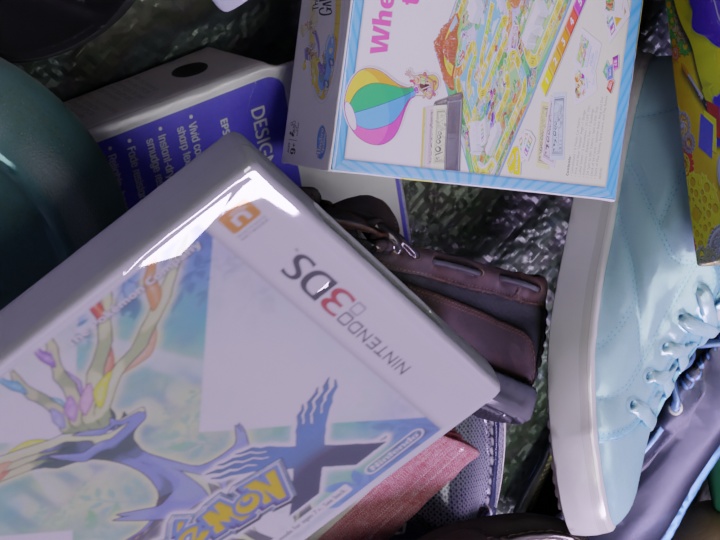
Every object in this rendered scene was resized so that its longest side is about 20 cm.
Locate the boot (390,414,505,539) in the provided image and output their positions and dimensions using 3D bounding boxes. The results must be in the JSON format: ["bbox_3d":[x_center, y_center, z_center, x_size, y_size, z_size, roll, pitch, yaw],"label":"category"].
[{"bbox_3d":[0.040,0.132,1.115,0.073,0.090,0.200,-7,118,-29],"label":"boot"}]

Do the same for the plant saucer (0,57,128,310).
[{"bbox_3d":[-0.176,0.010,0.915,0.200,0.027,0.200,-6,120,-10],"label":"plant saucer"}]

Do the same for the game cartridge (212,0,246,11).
[{"bbox_3d":[-0.044,-0.183,0.812,0.133,0.041,0.200,-29,128,15],"label":"game cartridge"}]

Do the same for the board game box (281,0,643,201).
[{"bbox_3d":[0.047,-0.131,0.983,0.134,0.034,0.200,5,95,-34],"label":"board game box"}]

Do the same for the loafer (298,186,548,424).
[{"bbox_3d":[0.000,0.000,0.990,0.200,0.072,0.063,29,77,-44],"label":"loafer"}]

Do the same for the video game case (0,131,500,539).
[{"bbox_3d":[-0.071,0.059,0.922,0.200,0.022,0.182,-37,140,9],"label":"video game case"}]

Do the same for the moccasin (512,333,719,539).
[{"bbox_3d":[0.126,0.047,1.133,0.068,0.080,0.200,11,107,-31],"label":"moccasin"}]

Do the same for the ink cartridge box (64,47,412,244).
[{"bbox_3d":[-0.073,0.020,1.014,0.200,0.043,0.198,-21,123,-20],"label":"ink cartridge box"}]

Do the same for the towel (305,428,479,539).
[{"bbox_3d":[-0.061,0.082,0.996,0.144,0.023,0.200,-44,141,13],"label":"towel"}]

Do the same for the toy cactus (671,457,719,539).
[{"bbox_3d":[0.189,0.102,1.209,0.165,0.102,0.200,-30,132,8],"label":"toy cactus"}]

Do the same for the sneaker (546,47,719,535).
[{"bbox_3d":[0.123,0.010,1.060,0.074,0.082,0.200,20,77,-73],"label":"sneaker"}]

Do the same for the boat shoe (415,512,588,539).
[{"bbox_3d":[0.013,0.143,1.033,0.200,0.057,0.067,-13,99,-23],"label":"boat shoe"}]

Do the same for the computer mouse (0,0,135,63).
[{"bbox_3d":[-0.087,-0.158,0.877,0.138,0.053,0.200,20,120,-26],"label":"computer mouse"}]

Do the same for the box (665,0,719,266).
[{"bbox_3d":[0.230,-0.111,1.034,0.192,0.122,0.200,-3,84,-31],"label":"box"}]
